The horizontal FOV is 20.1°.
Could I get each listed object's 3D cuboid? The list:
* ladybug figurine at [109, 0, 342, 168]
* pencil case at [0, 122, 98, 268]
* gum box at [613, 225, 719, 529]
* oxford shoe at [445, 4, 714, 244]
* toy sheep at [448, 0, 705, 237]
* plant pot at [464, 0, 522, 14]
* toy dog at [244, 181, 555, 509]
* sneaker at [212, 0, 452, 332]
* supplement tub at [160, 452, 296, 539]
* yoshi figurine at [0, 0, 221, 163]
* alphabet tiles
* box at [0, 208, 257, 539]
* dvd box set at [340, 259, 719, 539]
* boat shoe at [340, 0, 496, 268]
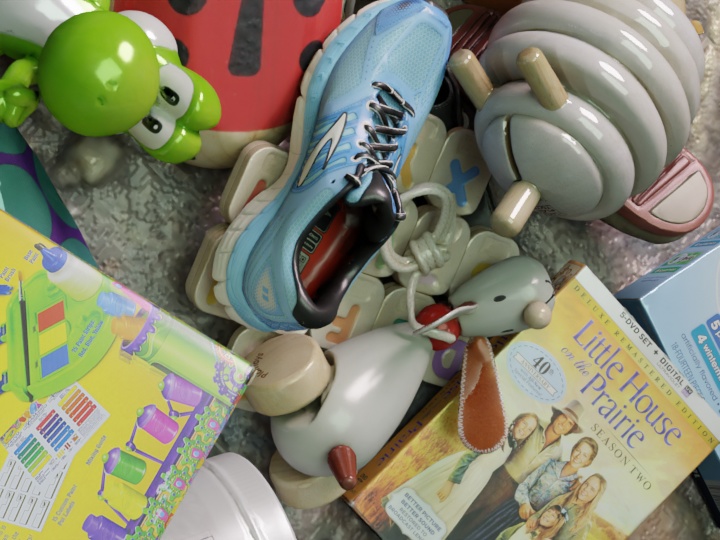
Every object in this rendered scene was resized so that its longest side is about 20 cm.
[{"bbox_3d":[-0.070,-0.143,1.104,0.135,0.072,0.201,-4,117,-17],"label":"ladybug figurine"},{"bbox_3d":[-0.187,0.010,1.077,0.092,0.085,0.201,-24,101,14],"label":"pencil case"},{"bbox_3d":[0.278,0.043,1.304,0.200,0.045,0.170,-31,100,-22],"label":"gum box"},{"bbox_3d":[0.118,-0.080,1.228,0.200,0.075,0.070,41,71,5],"label":"oxford shoe"},{"bbox_3d":[0.121,-0.098,1.124,0.138,0.138,0.200,45,65,-16],"label":"toy sheep"},{"bbox_3d":[0.134,-0.253,1.200,0.199,0.140,0.201,1,89,-24],"label":"plant pot"},{"bbox_3d":[0.027,0.061,1.127,0.200,0.096,0.132,-46,128,0],"label":"toy dog"},{"bbox_3d":[0.003,-0.051,1.077,0.078,0.090,0.201,29,84,-34],"label":"sneaker"},{"bbox_3d":[-0.138,0.185,1.066,0.199,0.132,0.132,-18,95,-25],"label":"supplement tub"},{"bbox_3d":[-0.160,-0.127,1.032,0.200,0.113,0.112,36,45,21],"label":"yoshi figurine"},{"bbox_3d":[0.000,0.000,1.156,0.200,0.015,0.196,19,98,-34],"label":"alphabet tiles"},{"bbox_3d":[-0.187,0.091,0.942,0.192,0.122,0.200,32,65,-5],"label":"box"},{"bbox_3d":[0.106,0.115,1.210,0.200,0.029,0.146,-44,106,-6],"label":"dvd box set"},{"bbox_3d":[0.032,-0.083,1.187,0.072,0.068,0.201,-32,106,-22],"label":"boat shoe"}]
